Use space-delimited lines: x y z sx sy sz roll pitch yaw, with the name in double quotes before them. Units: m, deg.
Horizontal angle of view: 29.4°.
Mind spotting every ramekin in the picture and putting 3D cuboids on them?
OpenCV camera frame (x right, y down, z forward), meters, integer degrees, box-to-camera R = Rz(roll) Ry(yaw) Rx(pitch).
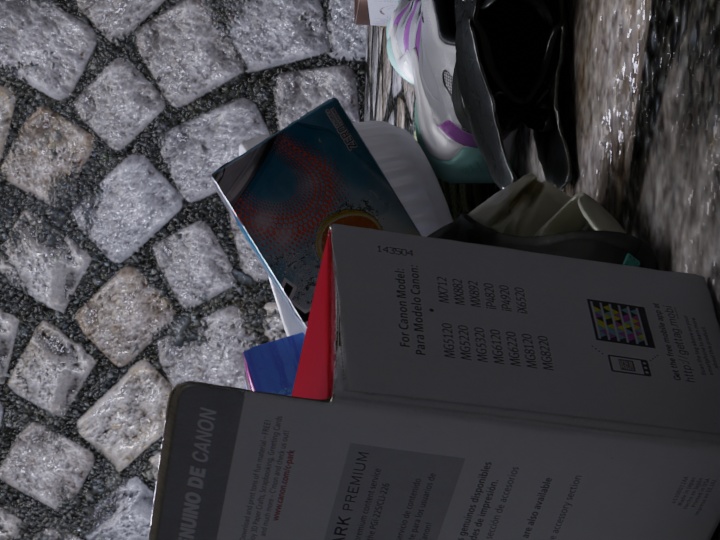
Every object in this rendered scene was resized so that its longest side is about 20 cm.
"ramekin" 0.000 0.000 0.876 0.200 0.104 0.201 163 90 -82

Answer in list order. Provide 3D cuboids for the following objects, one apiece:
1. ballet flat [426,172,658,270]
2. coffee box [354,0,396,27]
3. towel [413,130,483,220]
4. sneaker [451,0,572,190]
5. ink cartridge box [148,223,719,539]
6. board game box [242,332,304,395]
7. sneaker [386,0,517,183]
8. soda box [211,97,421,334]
"ballet flat" 0.079 -0.001 0.592 0.069 0.068 0.200 -56 16 1
"coffee box" 0.037 -0.319 1.344 0.200 0.079 0.115 112 159 -82
"towel" 0.067 -0.036 0.989 0.200 0.036 0.149 -115 19 -84
"sneaker" 0.078 -0.140 0.719 0.104 0.060 0.201 178 91 -84
"ink cartridge box" 0.014 0.090 0.478 0.084 0.174 0.201 -92 13 -50
"board game box" -0.023 0.169 0.823 0.200 0.043 0.200 95 156 -62
"sneaker" 0.066 -0.165 0.859 0.201 0.077 0.140 -106 16 -46
"soda box" 0.013 0.029 0.594 0.201 0.063 0.068 58 175 -3
